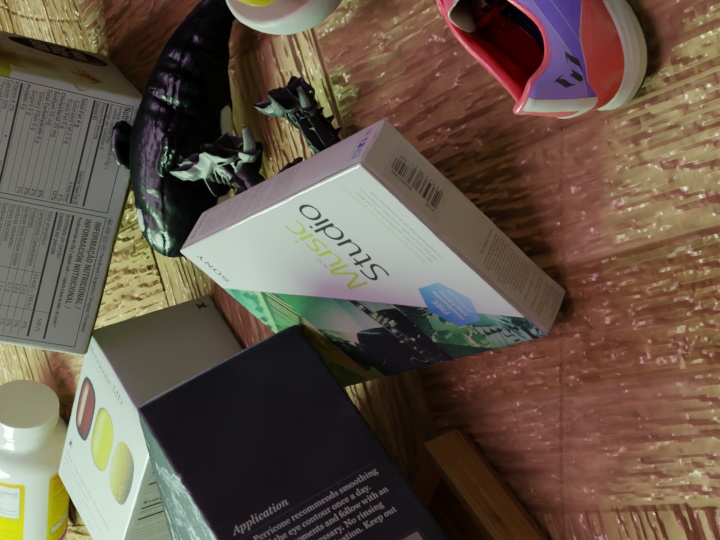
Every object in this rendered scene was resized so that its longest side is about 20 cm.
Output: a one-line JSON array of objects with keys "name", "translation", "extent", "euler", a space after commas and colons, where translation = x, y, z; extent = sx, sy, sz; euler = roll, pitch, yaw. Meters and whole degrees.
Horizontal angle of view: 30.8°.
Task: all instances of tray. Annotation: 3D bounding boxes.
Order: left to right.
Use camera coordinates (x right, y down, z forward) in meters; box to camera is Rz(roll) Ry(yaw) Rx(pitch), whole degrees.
[{"name": "tray", "translation": [0.093, 0.203, 0.784], "extent": [0.200, 0.037, 0.099], "euler": [51, 141, 29]}]

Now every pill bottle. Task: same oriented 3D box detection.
[{"name": "pill bottle", "translation": [-0.361, 0.214, 1.394], "extent": [0.104, 0.104, 0.201], "euler": [45, 137, 36]}]

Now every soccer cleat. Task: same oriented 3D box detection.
[{"name": "soccer cleat", "translation": [0.059, -0.154, 0.639], "extent": [0.201, 0.073, 0.068], "euler": [57, 145, 24]}]

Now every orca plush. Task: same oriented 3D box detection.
[{"name": "orca plush", "translation": [-0.110, -0.095, 0.885], "extent": [0.201, 0.105, 0.071], "euler": [-60, 11, 16]}]

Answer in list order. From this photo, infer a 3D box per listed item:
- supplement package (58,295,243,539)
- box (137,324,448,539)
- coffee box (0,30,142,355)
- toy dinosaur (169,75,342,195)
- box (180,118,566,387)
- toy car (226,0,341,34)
[{"name": "supplement package", "translation": [-0.163, 0.135, 1.061], "extent": [0.114, 0.109, 0.201], "euler": [53, 142, 27]}, {"name": "box", "translation": [-0.035, 0.179, 0.812], "extent": [0.200, 0.117, 0.197], "euler": [53, 159, 29]}, {"name": "coffee box", "translation": [-0.290, -0.075, 0.995], "extent": [0.200, 0.196, 0.201], "euler": [-136, 60, -64]}, {"name": "toy dinosaur", "translation": [-0.030, -0.045, 0.827], "extent": [0.199, 0.102, 0.136], "euler": [-22, 108, 42]}, {"name": "box", "translation": [0.000, 0.000, 0.749], "extent": [0.144, 0.036, 0.200], "euler": [41, 149, -19]}, {"name": "toy car", "translation": [-0.058, -0.245, 0.715], "extent": [0.149, 0.175, 0.201], "euler": [-33, 58, 16]}]
